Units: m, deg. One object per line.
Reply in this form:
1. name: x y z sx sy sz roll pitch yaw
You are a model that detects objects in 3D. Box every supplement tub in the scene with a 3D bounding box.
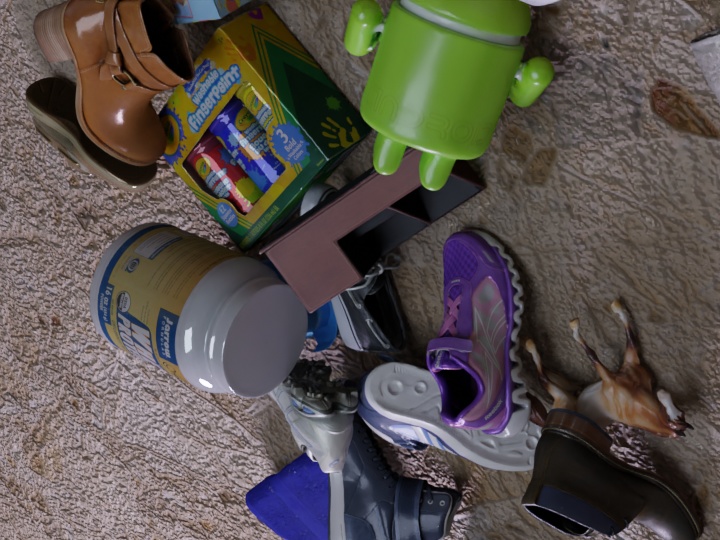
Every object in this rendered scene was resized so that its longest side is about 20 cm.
1. supplement tub: -0.168 0.042 1.526 0.200 0.145 0.145 21 131 37

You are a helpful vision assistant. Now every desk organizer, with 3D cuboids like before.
1. desk organizer: 0.012 -0.048 1.370 0.200 0.072 0.077 -33 98 25

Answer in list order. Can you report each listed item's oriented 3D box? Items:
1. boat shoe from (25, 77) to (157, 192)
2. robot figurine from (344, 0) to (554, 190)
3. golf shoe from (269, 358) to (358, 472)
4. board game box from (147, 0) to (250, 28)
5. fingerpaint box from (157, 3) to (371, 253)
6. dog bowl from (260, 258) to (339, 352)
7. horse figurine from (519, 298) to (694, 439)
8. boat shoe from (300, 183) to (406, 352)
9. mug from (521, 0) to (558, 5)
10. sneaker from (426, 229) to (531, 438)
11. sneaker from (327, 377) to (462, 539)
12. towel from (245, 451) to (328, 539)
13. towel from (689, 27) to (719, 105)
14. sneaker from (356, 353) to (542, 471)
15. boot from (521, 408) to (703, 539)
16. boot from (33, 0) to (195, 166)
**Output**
1. boat shoe: -0.301 -0.143 1.664 0.200 0.071 0.065 40 145 26
2. robot figurine: 0.071 -0.172 1.224 0.175 0.116 0.200 18 109 -2
3. golf shoe: -0.059 0.151 1.553 0.200 0.078 0.097 -142 50 -71
4. board game box: -0.184 -0.298 1.407 0.200 0.103 0.105 3 121 43
5. fingerpaint box: -0.108 -0.138 1.475 0.167 0.073 0.200 51 140 3
6. dog bowl: -0.084 0.034 1.596 0.200 0.050 0.112 -15 107 47
7. horse figurine: 0.212 0.109 1.371 0.200 0.050 0.133 -27 93 48
8. boat shoe: -0.001 0.002 1.475 0.068 0.074 0.199 7 125 37
9. mug: 0.140 -0.286 1.086 0.187 0.149 0.153 -5 122 52
10. sneaker: 0.101 0.061 1.376 0.080 0.088 0.200 -11 85 52
11. sneaker: 0.036 0.214 1.597 0.146 0.077 0.202 -5 85 14
12. towel: -0.038 0.279 1.735 0.148 0.050 0.200 46 139 -3
13. towel: 0.348 -0.134 1.077 0.200 0.034 0.133 -12 109 47
14. sneaker: 0.090 0.154 1.515 0.200 0.081 0.146 21 166 0
15. boot: 0.229 0.222 1.361 0.200 0.097 0.075 38 152 -17
16. boot: -0.208 -0.184 1.413 0.155 0.077 0.200 0 129 39
